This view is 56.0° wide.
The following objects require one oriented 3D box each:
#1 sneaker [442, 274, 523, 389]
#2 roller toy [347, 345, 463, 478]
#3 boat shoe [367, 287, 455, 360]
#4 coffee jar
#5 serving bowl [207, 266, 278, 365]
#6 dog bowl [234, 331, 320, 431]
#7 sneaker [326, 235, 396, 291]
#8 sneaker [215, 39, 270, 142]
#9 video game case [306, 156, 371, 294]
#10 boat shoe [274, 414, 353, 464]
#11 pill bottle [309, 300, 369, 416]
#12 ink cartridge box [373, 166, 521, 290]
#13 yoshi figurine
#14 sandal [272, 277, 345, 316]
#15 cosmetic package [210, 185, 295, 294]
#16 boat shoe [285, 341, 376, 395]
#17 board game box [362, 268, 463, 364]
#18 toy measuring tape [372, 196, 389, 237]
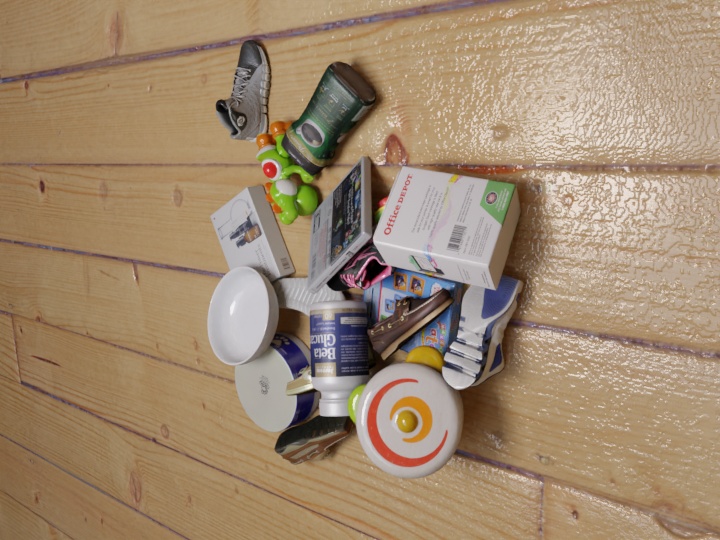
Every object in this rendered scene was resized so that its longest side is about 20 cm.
[{"bbox_3d":[0.206,0.107,1.125,0.079,0.115,0.203,22,84,30],"label":"sneaker"},{"bbox_3d":[0.087,0.245,1.139,0.198,0.140,0.185,-33,81,5],"label":"roller toy"},{"bbox_3d":[0.080,0.083,1.177,0.200,0.070,0.071,-42,77,37],"label":"boat shoe"},{"bbox_3d":[-0.064,-0.276,1.254,0.104,0.085,0.200,44,125,1],"label":"coffee jar"},{"bbox_3d":[-0.236,0.098,1.418,0.197,0.065,0.206,-11,72,39],"label":"serving bowl"},{"bbox_3d":[-0.182,0.241,1.472,0.197,0.078,0.206,10,105,38],"label":"dog bowl"},{"bbox_3d":[0.000,0.000,1.204,0.079,0.097,0.198,42,134,-21],"label":"sneaker"},{"bbox_3d":[-0.243,-0.363,1.369,0.074,0.114,0.206,6,104,37],"label":"sneaker"},{"bbox_3d":[-0.039,-0.084,1.244,0.182,0.023,0.203,-44,32,37],"label":"video game case"},{"bbox_3d":[-0.092,0.361,1.436,0.197,0.076,0.074,-25,112,31],"label":"boat shoe"},{"bbox_3d":[-0.039,0.161,1.248,0.109,0.110,0.206,-9,80,40],"label":"pill bottle"},{"bbox_3d":[0.138,-0.070,1.075,0.196,0.084,0.148,13,69,26],"label":"ink cartridge box"},{"bbox_3d":[-0.140,-0.188,1.355,0.109,0.113,0.205,-13,74,1],"label":"yoshi figurine"},{"bbox_3d":[-0.099,0.053,1.386,0.199,0.049,0.085,14,92,35],"label":"sandal"},{"bbox_3d":[-0.237,-0.059,1.473,0.149,0.051,0.204,-28,82,42],"label":"cosmetic package"},{"bbox_3d":[-0.065,0.194,1.344,0.197,0.073,0.065,-25,74,18],"label":"boat shoe"},{"bbox_3d":[0.089,0.071,1.238,0.197,0.036,0.156,18,110,37],"label":"board game box"},{"bbox_3d":[0.034,-0.082,1.230,0.198,0.073,0.075,-31,80,39],"label":"toy measuring tape"}]
